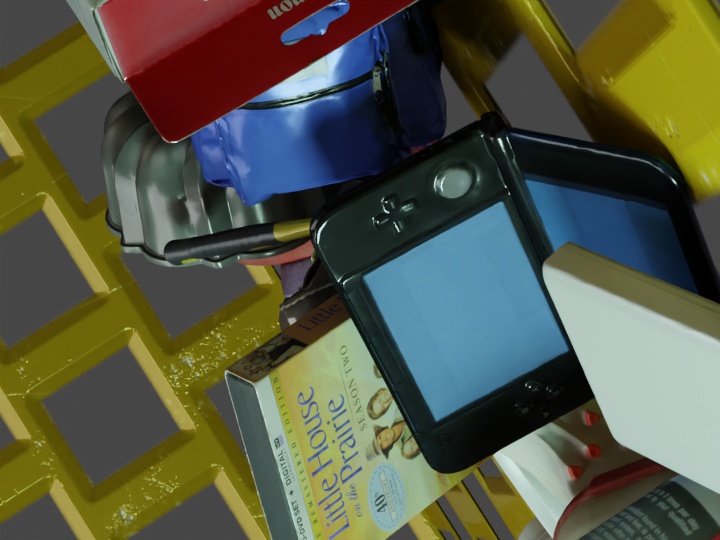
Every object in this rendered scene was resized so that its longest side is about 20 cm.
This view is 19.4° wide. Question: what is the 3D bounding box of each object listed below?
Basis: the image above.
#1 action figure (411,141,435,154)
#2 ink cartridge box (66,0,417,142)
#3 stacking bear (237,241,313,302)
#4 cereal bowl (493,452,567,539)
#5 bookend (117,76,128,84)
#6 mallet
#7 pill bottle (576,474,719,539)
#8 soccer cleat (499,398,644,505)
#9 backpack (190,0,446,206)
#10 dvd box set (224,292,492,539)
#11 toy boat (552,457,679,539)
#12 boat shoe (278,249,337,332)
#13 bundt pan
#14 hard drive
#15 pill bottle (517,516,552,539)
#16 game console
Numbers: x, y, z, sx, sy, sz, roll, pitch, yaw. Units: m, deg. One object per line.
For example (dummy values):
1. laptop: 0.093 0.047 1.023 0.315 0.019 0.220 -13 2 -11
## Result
1. action figure: 0.053 -0.028 1.518 0.200 0.065 0.099 64 -179 -50
2. ink cartridge box: -0.060 -0.190 1.032 0.176 0.199 0.084 55 172 19
3. stacking bear: 0.008 0.053 1.435 0.114 0.121 0.201 -10 100 61
4. cereal bowl: 0.152 0.137 1.454 0.201 0.083 0.200 55 176 5
5. bookend: -0.053 -0.088 1.608 0.198 0.092 0.200 25 -156 -54
6. mallet: -0.031 -0.023 1.199 0.199 0.066 0.041 -10 86 49
7. pill bottle: 0.161 0.179 1.108 0.114 0.199 0.114 56 173 11
8. soccer cleat: 0.115 0.097 1.330 0.199 0.070 0.078 33 179 -16
9. backpack: -0.037 -0.153 1.162 0.168 0.161 0.201 -104 -1 -56
10. dvd box set: 0.020 0.069 1.186 0.029 0.200 0.147 19 133 44
11. toy boat: 0.207 0.189 1.287 0.201 0.130 0.131 60 -157 -16
12. boat shoe: 0.000 0.000 1.255 0.200 0.072 0.060 -26 -86 -62
13. bundt pan: -0.076 -0.088 1.337 0.202 0.201 0.076 48 158 54
14. hard drive: 0.179 0.067 0.997 0.200 0.026 0.132 27 151 48
15. pill bottle: 0.194 0.260 1.630 0.109 0.108 0.200 61 173 -27
16. game console: 0.094 0.030 1.097 0.201 0.170 0.118 63 178 -35
